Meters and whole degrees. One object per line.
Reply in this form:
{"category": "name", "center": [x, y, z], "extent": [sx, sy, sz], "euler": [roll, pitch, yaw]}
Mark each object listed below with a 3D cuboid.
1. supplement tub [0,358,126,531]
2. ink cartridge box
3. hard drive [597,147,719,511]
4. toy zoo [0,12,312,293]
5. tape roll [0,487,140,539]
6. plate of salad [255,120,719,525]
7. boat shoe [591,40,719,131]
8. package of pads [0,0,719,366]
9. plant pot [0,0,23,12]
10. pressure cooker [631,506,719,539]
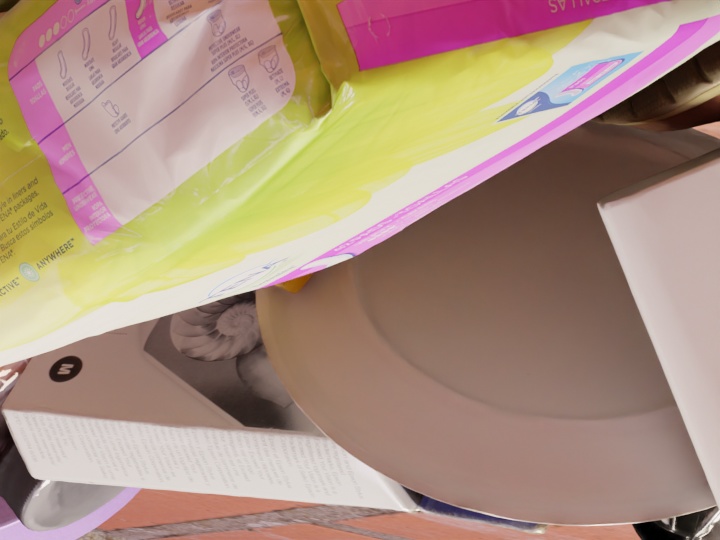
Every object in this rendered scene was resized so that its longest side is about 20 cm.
{"category": "supplement tub", "center": [-0.158, 0.004, 1.033], "extent": [0.200, 0.107, 0.107], "euler": [51, -179, 19]}
{"category": "ink cartridge box", "center": [0.000, 0.000, 0.949], "extent": [0.199, 0.200, 0.041], "euler": [3, 134, 25]}
{"category": "hard drive", "center": [0.167, 0.048, 0.779], "extent": [0.131, 0.201, 0.026], "euler": [-22, -174, 3]}
{"category": "toy zoo", "center": [-0.027, -0.069, 0.793], "extent": [0.020, 0.132, 0.200], "euler": [35, -177, 35]}
{"category": "tape roll", "center": [-0.167, 0.020, 1.120], "extent": [0.199, 0.202, 0.066], "euler": [6, 167, 14]}
{"category": "plate of salad", "center": [0.065, 0.015, 0.867], "extent": [0.198, 0.201, 0.048], "euler": [8, 133, 7]}
{"category": "boat shoe", "center": [0.129, -0.076, 0.766], "extent": [0.067, 0.073, 0.200], "euler": [17, 163, -24]}
{"category": "package of pads", "center": [-0.021, -0.042, 0.636], "extent": [0.154, 0.069, 0.200], "euler": [-17, 171, -40]}
{"category": "plant pot", "center": [-0.168, -0.118, 0.603], "extent": [0.188, 0.202, 0.200], "euler": [-3, 168, -4]}
{"category": "pressure cooker", "center": [0.205, 0.055, 1.059], "extent": [0.178, 0.177, 0.199], "euler": [-6, 161, 44]}
